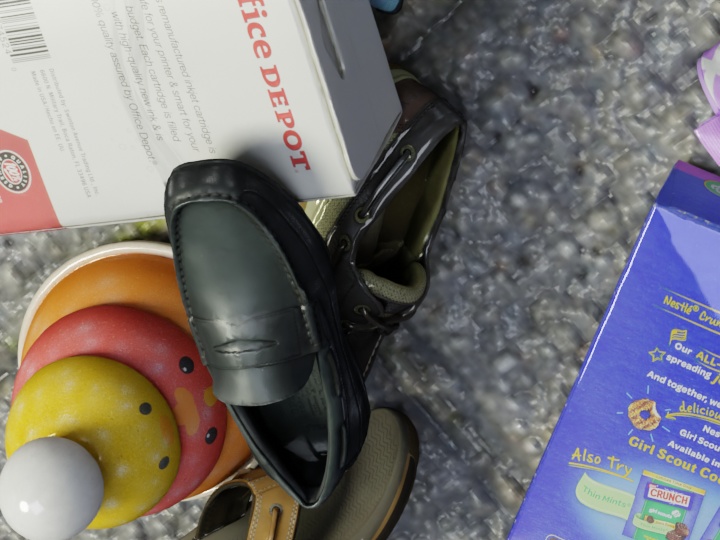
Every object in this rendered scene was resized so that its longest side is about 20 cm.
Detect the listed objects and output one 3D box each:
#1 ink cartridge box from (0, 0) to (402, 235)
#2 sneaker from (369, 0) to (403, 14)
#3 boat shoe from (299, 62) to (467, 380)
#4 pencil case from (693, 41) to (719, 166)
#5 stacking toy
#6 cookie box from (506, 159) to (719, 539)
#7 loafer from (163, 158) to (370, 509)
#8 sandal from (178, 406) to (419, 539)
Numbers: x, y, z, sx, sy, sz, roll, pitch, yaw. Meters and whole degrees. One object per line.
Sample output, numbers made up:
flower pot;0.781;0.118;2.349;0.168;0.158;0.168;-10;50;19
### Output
ink cartridge box;-0.097;-0.105;1.201;0.200;0.083;0.147;-5;118;23
sneaker;0.065;-0.186;1.203;0.200;0.078;0.090;-27;118;27
boat shoe;0.000;0.000;1.270;0.065;0.073;0.200;32;119;36
pencil case;0.247;-0.114;1.168;0.200;0.086;0.084;-36;97;24
stacking toy;-0.126;0.082;1.270;0.146;0.200;0.146;5;112;12
cookie box;0.188;0.072;1.258;0.171;0.075;0.200;24;115;4
loafer;-0.042;0.031;1.196;0.068;0.070;0.201;-6;136;17
sandal;-0.059;0.133;1.316;0.200;0.082;0.055;-29;133;8
